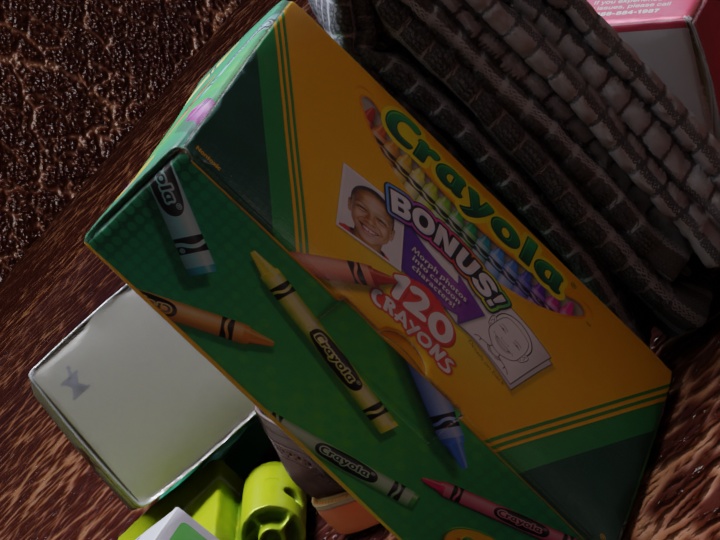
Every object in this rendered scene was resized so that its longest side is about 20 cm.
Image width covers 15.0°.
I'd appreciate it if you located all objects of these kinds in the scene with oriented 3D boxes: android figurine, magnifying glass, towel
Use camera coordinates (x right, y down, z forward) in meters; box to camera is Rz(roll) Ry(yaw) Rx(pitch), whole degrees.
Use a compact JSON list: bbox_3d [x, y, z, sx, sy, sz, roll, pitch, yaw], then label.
[{"bbox_3d":[-0.096,0.158,1.280,0.182,0.041,0.200,-45,10,9],"label":"android figurine"},{"bbox_3d":[-0.038,0.062,1.489,0.200,0.022,0.080,-46,10,-5],"label":"magnifying glass"},{"bbox_3d":[0.062,-0.063,1.057,0.086,0.200,0.166,-44,12,4],"label":"towel"}]

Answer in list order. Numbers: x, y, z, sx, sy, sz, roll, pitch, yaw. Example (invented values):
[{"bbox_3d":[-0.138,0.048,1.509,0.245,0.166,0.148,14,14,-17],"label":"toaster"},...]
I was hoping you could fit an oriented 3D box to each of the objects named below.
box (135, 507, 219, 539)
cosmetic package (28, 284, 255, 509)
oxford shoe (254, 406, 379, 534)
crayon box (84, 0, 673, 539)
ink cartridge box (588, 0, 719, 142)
[{"bbox_3d":[-0.121,0.214,1.004,0.176,0.097,0.200,-40,10,42],"label":"box"},{"bbox_3d":[-0.102,0.057,1.370,0.103,0.087,0.200,-40,-1,-7],"label":"cosmetic package"},{"bbox_3d":[0.021,0.051,1.130,0.200,0.073,0.071,-34,15,50],"label":"oxford shoe"},{"bbox_3d":[0.012,0.014,0.944,0.058,0.200,0.119,-40,11,32],"label":"crayon box"},{"bbox_3d":[0.116,-0.121,1.242,0.146,0.083,0.200,-2,31,26],"label":"ink cartridge box"}]
